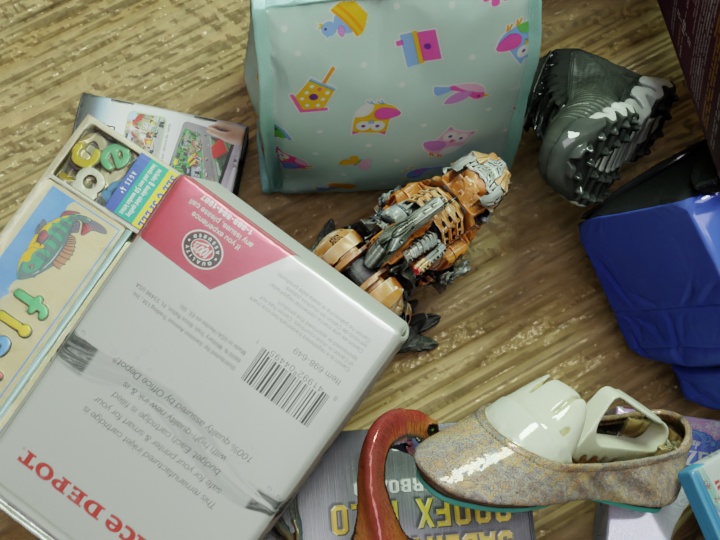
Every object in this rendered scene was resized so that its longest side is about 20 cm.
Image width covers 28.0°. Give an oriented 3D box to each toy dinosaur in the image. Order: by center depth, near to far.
[{"bbox_3d":[0.027,0.174,0.772,0.105,0.200,0.182,-6,110,-21],"label":"toy dinosaur"},{"bbox_3d":[0.000,0.000,0.860,0.199,0.136,0.103,-17,79,-8],"label":"toy dinosaur"}]

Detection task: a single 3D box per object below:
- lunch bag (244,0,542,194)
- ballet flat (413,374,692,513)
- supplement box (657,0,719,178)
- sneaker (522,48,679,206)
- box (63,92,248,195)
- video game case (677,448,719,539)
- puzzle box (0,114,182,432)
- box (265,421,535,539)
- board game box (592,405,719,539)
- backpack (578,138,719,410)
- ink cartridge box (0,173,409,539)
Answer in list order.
[{"bbox_3d":[0.015,-0.130,0.855,0.169,0.200,0.123,-4,70,-4],"label":"lunch bag"},{"bbox_3d":[0.113,0.092,0.797,0.068,0.199,0.067,42,115,42],"label":"ballet flat"},{"bbox_3d":[0.239,-0.142,0.804,0.110,0.086,0.200,0,40,-1],"label":"supplement box"},{"bbox_3d":[0.129,-0.093,0.884,0.090,0.200,0.067,27,115,15],"label":"sneaker"},{"bbox_3d":[-0.142,-0.004,0.904,0.110,0.035,0.201,12,76,-1],"label":"box"},{"bbox_3d":[0.295,0.143,0.851,0.199,0.018,0.144,-23,88,-22],"label":"video game case"},{"bbox_3d":[-0.165,0.022,0.865,0.133,0.025,0.200,32,77,4],"label":"puzzle box"},{"bbox_3d":[0.004,0.175,0.865,0.199,0.048,0.159,-3,77,-4],"label":"box"},{"bbox_3d":[0.240,0.195,0.879,0.199,0.041,0.201,7,76,-2],"label":"board game box"},{"bbox_3d":[0.262,-0.016,0.875,0.199,0.162,0.168,-28,100,-18],"label":"backpack"},{"bbox_3d":[-0.088,0.071,0.776,0.145,0.085,0.200,36,94,4],"label":"ink cartridge box"}]
